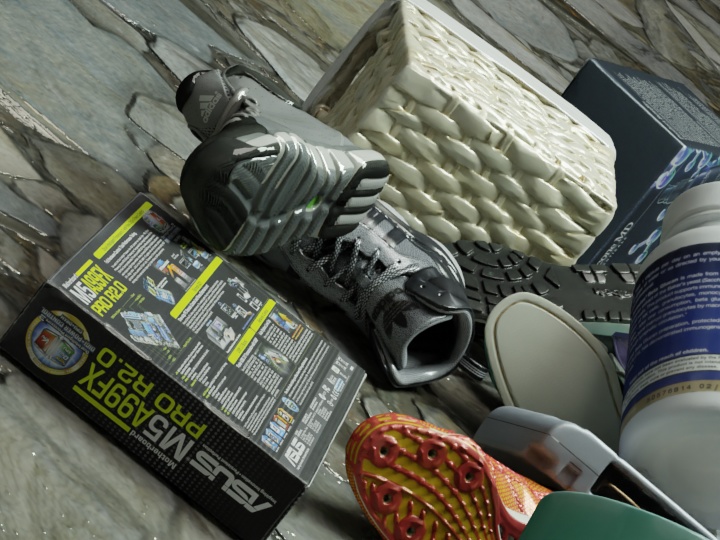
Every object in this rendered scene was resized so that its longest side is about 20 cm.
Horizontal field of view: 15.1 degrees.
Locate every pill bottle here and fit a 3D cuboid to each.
[{"bbox_3d":[0.214,0.045,1.614,0.111,0.111,0.201,32,43,-22],"label":"pill bottle"}]

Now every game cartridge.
[{"bbox_3d":[0.158,0.148,1.544,0.200,0.042,0.133,40,-4,-13],"label":"game cartridge"}]

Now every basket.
[{"bbox_3d":[0.067,-0.071,1.842,0.200,0.136,0.124,33,19,-17],"label":"basket"}]

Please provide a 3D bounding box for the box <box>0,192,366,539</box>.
[{"bbox_3d":[-0.084,0.045,1.369,0.160,0.044,0.200,38,16,-2],"label":"box"}]

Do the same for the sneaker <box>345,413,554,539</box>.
[{"bbox_3d":[0.056,0.129,1.437,0.200,0.073,0.077,35,0,-39],"label":"sneaker"}]

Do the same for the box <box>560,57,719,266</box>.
[{"bbox_3d":[0.204,-0.067,2.100,0.107,0.149,0.200,45,18,22],"label":"box"}]

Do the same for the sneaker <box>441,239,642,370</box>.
[{"bbox_3d":[0.115,0.043,1.780,0.199,0.088,0.076,9,39,-13],"label":"sneaker"}]

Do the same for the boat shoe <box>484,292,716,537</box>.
[{"bbox_3d":[0.145,0.097,1.657,0.200,0.075,0.062,47,0,-3],"label":"boat shoe"}]

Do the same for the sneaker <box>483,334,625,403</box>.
[{"bbox_3d":[0.153,0.092,1.741,0.200,0.078,0.091,38,0,-15],"label":"sneaker"}]

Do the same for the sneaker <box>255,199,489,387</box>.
[{"bbox_3d":[0.000,0.000,1.609,0.200,0.076,0.114,31,15,-33],"label":"sneaker"}]

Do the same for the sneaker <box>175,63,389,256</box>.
[{"bbox_3d":[-0.073,-0.069,1.507,0.115,0.075,0.200,40,14,20],"label":"sneaker"}]

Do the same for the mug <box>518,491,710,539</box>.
[{"bbox_3d":[0.135,0.198,1.277,0.152,0.115,0.185,11,-25,44],"label":"mug"}]
